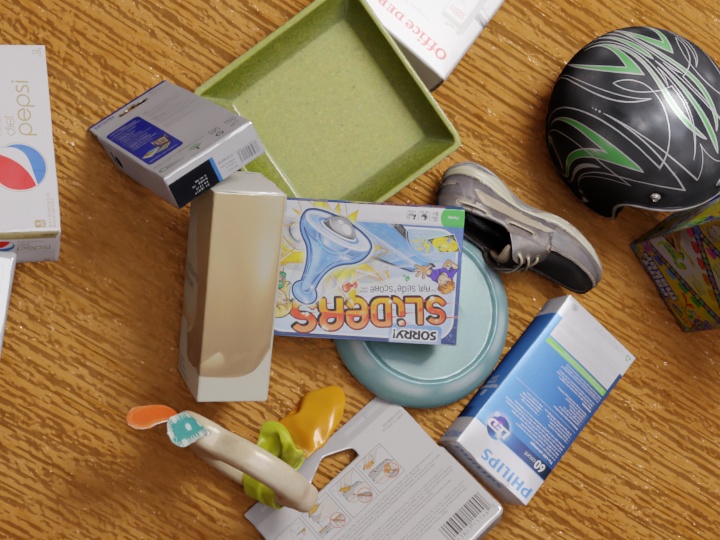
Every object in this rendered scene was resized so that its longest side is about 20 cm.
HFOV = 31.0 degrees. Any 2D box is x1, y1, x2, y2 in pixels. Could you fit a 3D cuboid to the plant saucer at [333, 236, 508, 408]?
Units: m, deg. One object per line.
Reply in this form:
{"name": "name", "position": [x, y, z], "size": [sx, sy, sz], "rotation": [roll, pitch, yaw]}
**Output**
{"name": "plant saucer", "position": [0.065, 0.040, 1.341], "size": [0.198, 0.027, 0.202], "rotation": [3, 79, -15]}

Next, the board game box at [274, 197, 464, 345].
{"name": "board game box", "position": [0.000, 0.000, 1.280], "size": [0.198, 0.034, 0.137], "rotation": [3, 98, 1]}

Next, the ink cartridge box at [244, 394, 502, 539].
{"name": "ink cartridge box", "position": [0.013, 0.249, 1.302], "size": [0.200, 0.045, 0.176], "rotation": [-40, 71, -17]}

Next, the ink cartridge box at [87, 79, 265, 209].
{"name": "ink cartridge box", "position": [-0.177, -0.123, 1.223], "size": [0.099, 0.200, 0.039], "rotation": [-36, 124, -15]}

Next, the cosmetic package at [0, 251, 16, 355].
{"name": "cosmetic package", "position": [-0.408, 0.041, 1.115], "size": [0.198, 0.199, 0.124], "rotation": [9, 81, -15]}

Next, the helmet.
{"name": "helmet", "position": [0.296, -0.155, 1.351], "size": [0.198, 0.191, 0.202], "rotation": [2, 83, -16]}

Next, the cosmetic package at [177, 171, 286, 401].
{"name": "cosmetic package", "position": [-0.123, 0.013, 1.221], "size": [0.070, 0.105, 0.202], "rotation": [1, 104, -19]}

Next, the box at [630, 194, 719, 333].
{"name": "box", "position": [0.432, -0.044, 1.381], "size": [0.199, 0.193, 0.123], "rotation": [-35, 94, -16]}

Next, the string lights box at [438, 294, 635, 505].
{"name": "string lights box", "position": [0.186, 0.135, 1.357], "size": [0.103, 0.059, 0.200], "rotation": [43, 74, -8]}

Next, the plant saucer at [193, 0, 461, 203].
{"name": "plant saucer", "position": [-0.034, -0.152, 1.303], "size": [0.199, 0.048, 0.200], "rotation": [-35, 95, 5]}

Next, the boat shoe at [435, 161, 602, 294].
{"name": "boat shoe", "position": [0.159, -0.029, 1.354], "size": [0.199, 0.075, 0.074], "rotation": [33, 56, -2]}

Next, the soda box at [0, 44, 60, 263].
{"name": "soda box", "position": [-0.318, -0.109, 1.197], "size": [0.067, 0.064, 0.202], "rotation": [-3, 65, -18]}

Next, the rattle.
{"name": "rattle", "position": [-0.106, 0.133, 1.219], "size": [0.200, 0.130, 0.143], "rotation": [41, 86, -28]}

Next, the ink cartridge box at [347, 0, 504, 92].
{"name": "ink cartridge box", "position": [0.077, -0.305, 1.359], "size": [0.146, 0.083, 0.201], "rotation": [38, 75, -10]}
